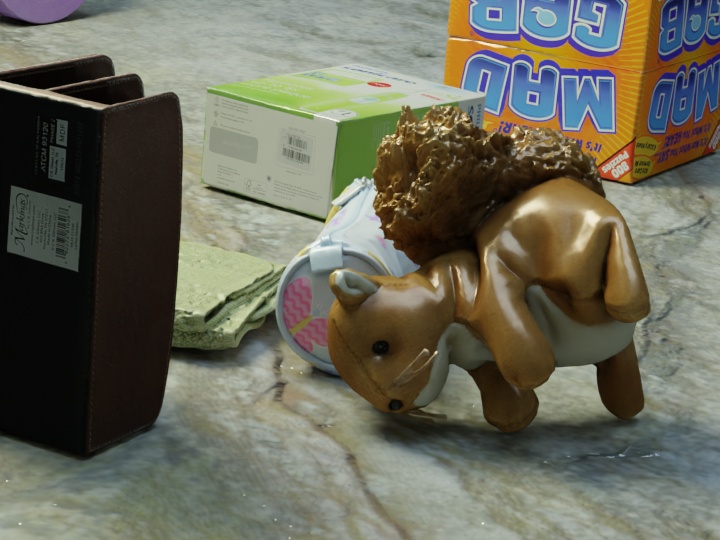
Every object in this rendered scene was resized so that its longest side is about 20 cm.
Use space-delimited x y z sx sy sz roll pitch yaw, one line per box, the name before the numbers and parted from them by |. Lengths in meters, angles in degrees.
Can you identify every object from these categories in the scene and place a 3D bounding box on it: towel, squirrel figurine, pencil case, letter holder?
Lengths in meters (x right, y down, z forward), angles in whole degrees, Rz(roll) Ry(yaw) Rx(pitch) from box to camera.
towel | -0.153 0.011 1.587 0.199 0.037 0.148 11 18 17
squirrel figurine | 0.065 0.002 1.434 0.186 0.201 0.142 -12 -24 -2
pencil case | 0.000 0.000 1.571 0.083 0.091 0.200 7 17 7
letter holder | -0.153 -0.015 1.375 0.100 0.201 0.142 14 18 28

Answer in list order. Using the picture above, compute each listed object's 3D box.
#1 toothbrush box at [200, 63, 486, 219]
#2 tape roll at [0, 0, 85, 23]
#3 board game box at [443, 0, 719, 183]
toothbrush box | -0.013 -0.110 1.958 0.145 0.087 0.200 17 19 36
tape roll | -0.356 -0.372 2.558 0.065 0.201 0.200 16 20 33
board game box | 0.212 -0.210 2.163 0.199 0.201 0.200 14 18 29
